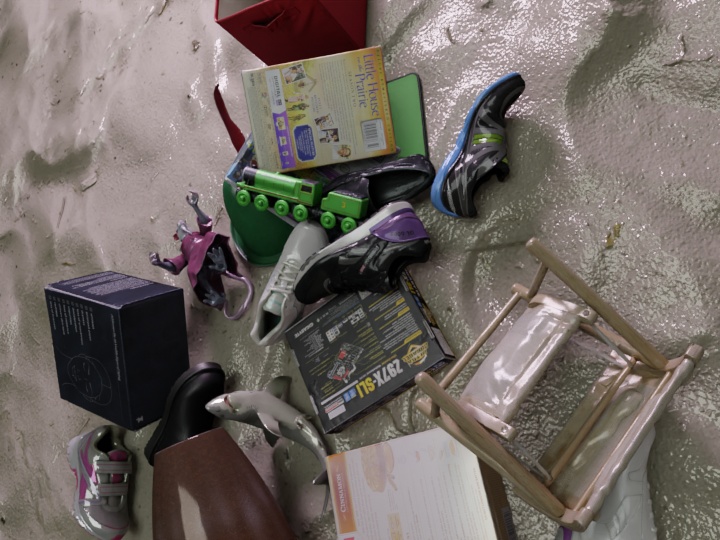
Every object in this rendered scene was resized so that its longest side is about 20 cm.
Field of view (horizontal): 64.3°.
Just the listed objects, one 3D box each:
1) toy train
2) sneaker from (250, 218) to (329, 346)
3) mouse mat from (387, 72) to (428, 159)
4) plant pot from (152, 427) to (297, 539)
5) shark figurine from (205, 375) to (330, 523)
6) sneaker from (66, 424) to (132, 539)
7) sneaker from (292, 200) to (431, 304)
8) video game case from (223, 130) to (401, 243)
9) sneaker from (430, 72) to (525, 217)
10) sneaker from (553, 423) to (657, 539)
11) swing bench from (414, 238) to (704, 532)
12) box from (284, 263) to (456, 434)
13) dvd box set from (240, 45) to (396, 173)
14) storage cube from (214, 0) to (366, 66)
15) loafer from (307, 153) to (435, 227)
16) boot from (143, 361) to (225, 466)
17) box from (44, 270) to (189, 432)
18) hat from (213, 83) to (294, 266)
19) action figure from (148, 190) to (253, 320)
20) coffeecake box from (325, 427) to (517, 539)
[{"bbox_3d":[-0.081,-0.098,0.778,0.198,0.042,0.057,16,109,15],"label":"toy train"},{"bbox_3d":[-0.099,0.025,0.814,0.070,0.080,0.202,26,110,12],"label":"sneaker"},{"bbox_3d":[0.008,-0.207,0.885,0.198,0.008,0.163,-13,72,28],"label":"mouse mat"},{"bbox_3d":[-0.189,0.315,0.734,0.186,0.187,0.202,-27,77,21],"label":"plant pot"},{"bbox_3d":[-0.105,0.239,0.809,0.214,0.128,0.090,35,121,15],"label":"shark figurine"},{"bbox_3d":[-0.423,0.343,0.949,0.088,0.081,0.201,-41,61,17],"label":"sneaker"},{"bbox_3d":[0.000,0.000,0.744,0.199,0.076,0.088,-36,65,16],"label":"sneaker"},{"bbox_3d":[-0.071,-0.155,0.841,0.199,0.023,0.183,33,98,-4],"label":"video game case"},{"bbox_3d":[0.166,-0.160,0.752,0.082,0.071,0.201,27,92,18],"label":"sneaker"},{"bbox_3d":[0.269,0.249,0.589,0.099,0.075,0.202,22,89,13],"label":"sneaker"},{"bbox_3d":[0.191,0.117,0.585,0.200,0.130,0.199,38,75,21],"label":"swing bench"},{"bbox_3d":[0.006,0.102,0.780,0.199,0.049,0.161,-36,64,16],"label":"box"},{"bbox_3d":[-0.057,-0.220,0.802,0.198,0.029,0.148,-10,99,4],"label":"dvd box set"},{"bbox_3d":[-0.103,-0.440,0.910,0.170,0.179,0.202,-6,75,29],"label":"storage cube"},{"bbox_3d":[0.008,-0.107,0.795,0.199,0.070,0.069,-20,105,11],"label":"loafer"},{"bbox_3d":[-0.236,0.263,0.859,0.158,0.079,0.212,40,109,38],"label":"boot"},{"bbox_3d":[-0.387,0.120,0.922,0.195,0.124,0.202,11,108,33],"label":"box"},{"bbox_3d":[-0.190,-0.123,0.876,0.165,0.176,0.201,-35,62,16],"label":"hat"},{"bbox_3d":[-0.257,-0.032,0.955,0.134,0.149,0.200,-52,39,-2],"label":"action figure"},{"bbox_3d":[0.068,0.279,0.683,0.199,0.073,0.155,-21,67,24],"label":"coffeecake box"}]
